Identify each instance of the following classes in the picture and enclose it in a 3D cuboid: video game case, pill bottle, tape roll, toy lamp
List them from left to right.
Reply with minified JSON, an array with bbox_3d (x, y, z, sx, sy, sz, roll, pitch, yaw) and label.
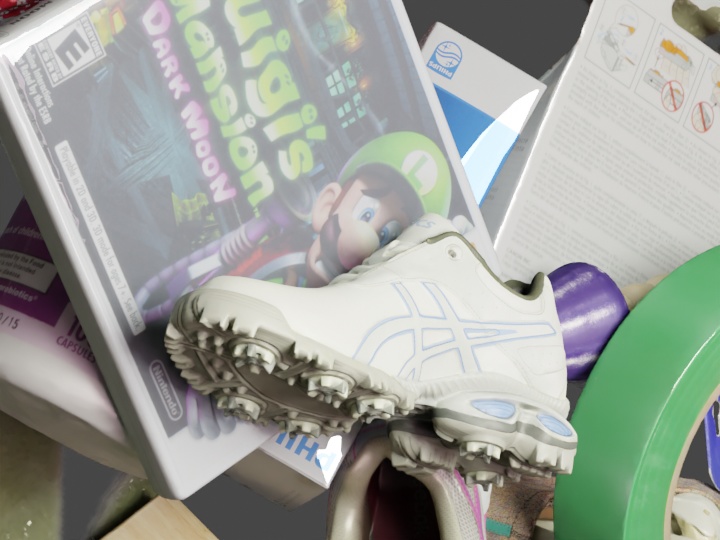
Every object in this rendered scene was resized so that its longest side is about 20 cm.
[{"bbox_3d":[-0.079,-0.024,1.231,0.112,0.112,0.200,36,74,-36],"label":"pill bottle"},{"bbox_3d":[-0.043,-0.040,1.171,0.182,0.023,0.200,-34,115,-29],"label":"video game case"},{"bbox_3d":[0.145,0.010,1.393,0.200,0.058,0.058,-18,107,-38],"label":"toy lamp"},{"bbox_3d":[0.176,0.086,1.382,0.200,0.048,0.201,-20,121,-37],"label":"tape roll"}]

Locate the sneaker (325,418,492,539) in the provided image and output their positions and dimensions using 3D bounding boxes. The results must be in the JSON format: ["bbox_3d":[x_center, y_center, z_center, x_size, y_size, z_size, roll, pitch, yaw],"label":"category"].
[{"bbox_3d":[0.025,0.149,1.285,0.088,0.081,0.200,-9,84,-71],"label":"sneaker"}]

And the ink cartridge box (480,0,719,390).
[{"bbox_3d":[0.129,-0.046,1.437,0.160,0.047,0.200,31,75,-36],"label":"ink cartridge box"}]

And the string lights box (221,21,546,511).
[{"bbox_3d":[0.000,0.000,1.296,0.059,0.103,0.200,30,77,-4],"label":"string lights box"}]

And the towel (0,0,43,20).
[{"bbox_3d":[-0.111,-0.186,1.239,0.200,0.022,0.145,-19,107,-35],"label":"towel"}]

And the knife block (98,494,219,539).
[{"bbox_3d":[-0.025,0.201,1.266,0.064,0.175,0.200,-38,118,-29],"label":"knife block"}]

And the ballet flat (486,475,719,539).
[{"bbox_3d":[0.130,0.134,1.448,0.200,0.067,0.068,4,94,-39],"label":"ballet flat"}]

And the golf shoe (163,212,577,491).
[{"bbox_3d":[0.005,0.020,1.172,0.200,0.078,0.097,21,67,-43],"label":"golf shoe"}]

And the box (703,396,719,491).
[{"bbox_3d":[0.249,0.048,1.534,0.200,0.041,0.119,-21,110,-43],"label":"box"}]
